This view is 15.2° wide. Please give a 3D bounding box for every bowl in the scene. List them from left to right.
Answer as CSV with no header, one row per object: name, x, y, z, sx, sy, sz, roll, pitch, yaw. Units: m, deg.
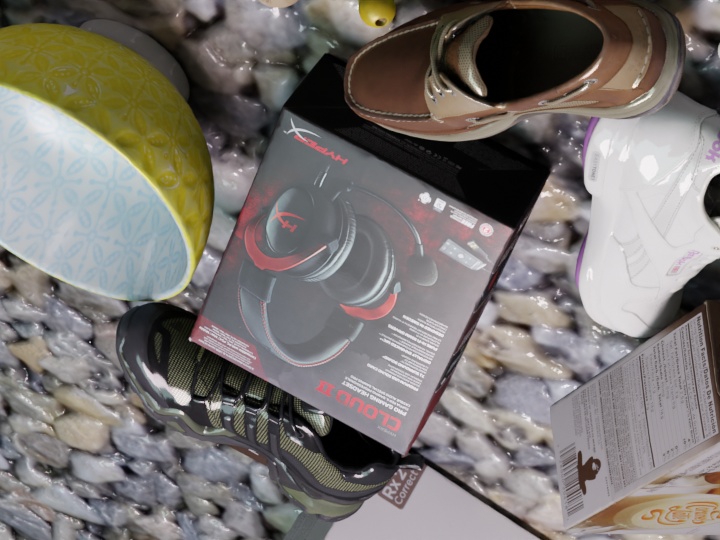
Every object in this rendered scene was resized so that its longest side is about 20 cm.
bowl,-0.162,-0.085,1.614,0.200,0.108,0.200,23,151,13

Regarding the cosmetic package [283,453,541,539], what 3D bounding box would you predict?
cosmetic package,0.016,0.253,1.930,0.165,0.165,0.200,33,153,-5

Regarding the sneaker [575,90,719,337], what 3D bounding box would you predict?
sneaker,0.168,-0.019,1.434,0.099,0.075,0.200,22,151,19

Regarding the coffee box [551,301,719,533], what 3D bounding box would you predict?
coffee box,0.201,0.086,1.507,0.114,0.080,0.200,2,160,-22

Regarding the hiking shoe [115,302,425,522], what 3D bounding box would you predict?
hiking shoe,-0.054,0.072,1.650,0.200,0.076,0.101,34,140,-20

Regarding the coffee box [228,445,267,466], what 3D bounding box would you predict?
coffee box,-0.022,0.063,1.746,0.114,0.080,0.200,28,152,5

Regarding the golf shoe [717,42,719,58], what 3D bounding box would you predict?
golf shoe,0.241,-0.048,1.340,0.088,0.077,0.200,30,155,44

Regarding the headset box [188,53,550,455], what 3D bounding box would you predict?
headset box,0.000,0.000,1.549,0.148,0.075,0.200,29,126,5

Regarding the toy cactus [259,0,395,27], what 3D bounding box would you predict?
toy cactus,-0.043,-0.176,1.385,0.199,0.103,0.165,18,161,6

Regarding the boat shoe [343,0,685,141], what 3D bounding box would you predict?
boat shoe,0.066,-0.109,1.369,0.199,0.076,0.072,-7,170,38
